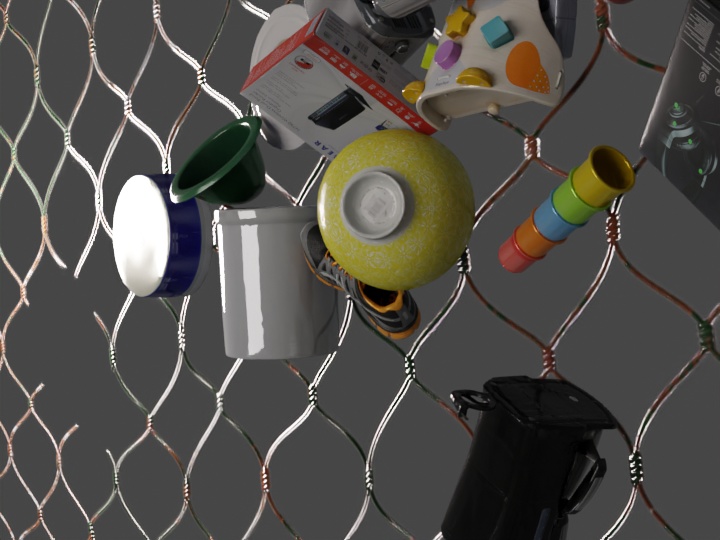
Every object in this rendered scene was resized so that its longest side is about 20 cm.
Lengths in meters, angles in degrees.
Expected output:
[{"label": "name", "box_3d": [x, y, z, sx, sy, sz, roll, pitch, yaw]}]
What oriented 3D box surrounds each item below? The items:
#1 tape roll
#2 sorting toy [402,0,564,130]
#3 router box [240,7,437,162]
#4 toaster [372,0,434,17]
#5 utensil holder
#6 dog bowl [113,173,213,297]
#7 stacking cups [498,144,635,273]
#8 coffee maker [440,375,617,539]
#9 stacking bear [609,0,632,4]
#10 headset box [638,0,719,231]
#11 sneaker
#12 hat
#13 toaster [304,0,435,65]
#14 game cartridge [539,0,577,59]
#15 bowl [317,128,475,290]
[{"label": "tape roll", "box_3d": [-0.073, -0.262, 1.987, 0.202, 0.071, 0.203, 4, 95, 53]}, {"label": "sorting toy", "box_3d": [0.137, -0.269, 1.639, 0.200, 0.107, 0.181, -6, 68, 54]}, {"label": "router box", "box_3d": [-0.021, -0.216, 1.819, 0.179, 0.200, 0.049, -29, 32, 51]}, {"label": "toaster", "box_3d": [0.087, -0.374, 1.614, 0.129, 0.200, 0.114, -12, 119, 43]}, {"label": "utensil holder", "box_3d": [-0.110, 0.013, 1.973, 0.170, 0.170, 0.201, 3, 97, 54]}, {"label": "dog bowl", "box_3d": [-0.319, -0.056, 2.329, 0.200, 0.079, 0.201, 4, 95, 54]}, {"label": "stacking cups", "box_3d": [0.225, -0.058, 1.604, 0.200, 0.060, 0.061, -50, 53, 48]}, {"label": "coffee maker", "box_3d": [0.159, 0.225, 1.587, 0.135, 0.191, 0.201, -106, 30, -67]}, {"label": "stacking bear", "box_3d": [0.321, -0.340, 1.413, 0.200, 0.121, 0.114, -13, 79, 46]}, {"label": "headset box", "box_3d": [0.363, -0.137, 1.341, 0.174, 0.093, 0.200, 52, 145, 39]}, {"label": "sneaker", "box_3d": [0.000, 0.000, 1.849, 0.200, 0.078, 0.077, 41, 170, 20]}, {"label": "hat", "box_3d": [-0.153, -0.103, 2.044, 0.165, 0.176, 0.200, -34, 24, 14]}, {"label": "toaster", "box_3d": [0.003, -0.336, 1.842, 0.129, 0.113, 0.200, -49, 56, 46]}, {"label": "game cartridge", "box_3d": [0.189, -0.330, 1.652, 0.133, 0.041, 0.201, -10, 83, 50]}, {"label": "bowl", "box_3d": [0.029, -0.076, 1.741, 0.199, 0.108, 0.201, 0, 89, 18]}]
